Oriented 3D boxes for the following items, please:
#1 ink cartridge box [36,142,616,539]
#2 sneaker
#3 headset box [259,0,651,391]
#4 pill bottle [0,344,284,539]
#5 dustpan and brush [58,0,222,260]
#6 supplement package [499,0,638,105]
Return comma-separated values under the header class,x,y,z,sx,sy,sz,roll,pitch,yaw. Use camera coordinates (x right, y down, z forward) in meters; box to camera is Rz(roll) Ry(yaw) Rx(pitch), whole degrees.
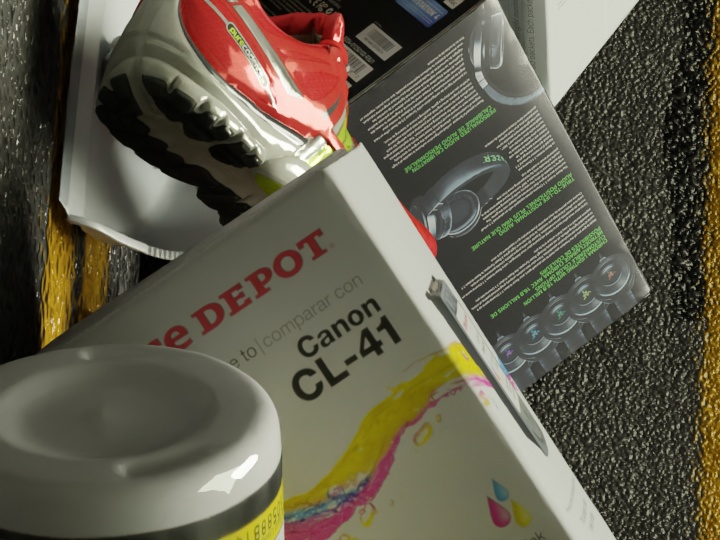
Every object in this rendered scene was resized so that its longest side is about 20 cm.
class,x,y,z,sx,sy,sz,roll,pitch,yaw
ink cartridge box,-0.010,0.080,0.978,0.201,0.147,0.086,56,9,-4
sneaker,-0.020,-0.055,1.065,0.200,0.077,0.085,44,60,-51
headset box,0.027,-0.058,1.268,0.200,0.093,0.174,58,-8,-36
pill bottle,-0.078,0.135,0.892,0.111,0.110,0.201,-74,164,-67
dustpan and brush,-0.056,-0.056,1.131,0.200,0.057,0.141,49,44,-67
supplement package,0.047,-0.224,1.362,0.147,0.199,0.192,-50,154,-26
